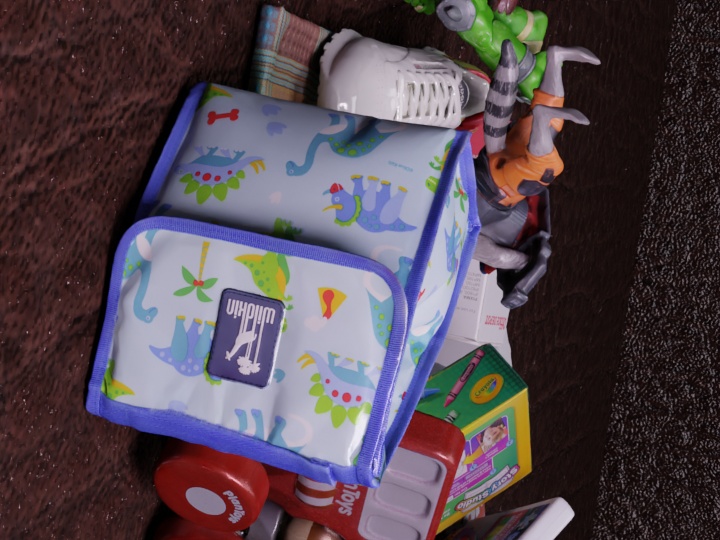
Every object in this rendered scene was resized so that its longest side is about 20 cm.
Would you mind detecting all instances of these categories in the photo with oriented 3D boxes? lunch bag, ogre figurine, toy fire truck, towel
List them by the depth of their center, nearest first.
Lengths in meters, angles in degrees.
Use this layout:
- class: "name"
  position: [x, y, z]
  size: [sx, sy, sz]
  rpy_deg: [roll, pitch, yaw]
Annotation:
- class: "lunch bag"
  position: [-0.040, 0.010, 0.913]
  size: [0.128, 0.169, 0.201]
  rpy_deg: [74, 33, -59]
- class: "toy fire truck"
  position: [-0.030, 0.137, 1.005]
  size: [0.201, 0.167, 0.112]
  rpy_deg: [101, 10, -47]
- class: "towel"
  position: [-0.051, -0.066, 1.100]
  size: [0.147, 0.022, 0.201]
  rpy_deg: [-2, 102, -75]
- class: "ogre figurine"
  position: [0.094, -0.231, 1.316]
  size: [0.120, 0.098, 0.201]
  rpy_deg: [26, 61, -41]

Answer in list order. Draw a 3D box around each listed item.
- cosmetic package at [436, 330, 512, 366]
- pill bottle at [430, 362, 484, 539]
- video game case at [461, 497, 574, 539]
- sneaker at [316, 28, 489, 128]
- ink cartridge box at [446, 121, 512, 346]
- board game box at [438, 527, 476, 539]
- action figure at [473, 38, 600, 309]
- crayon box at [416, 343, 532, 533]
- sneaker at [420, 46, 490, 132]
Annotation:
- class: "cosmetic package"
  position: [0.092, 0.156, 1.649]
  size: [0.102, 0.071, 0.201]
  rpy_deg: [75, 30, -56]
- class: "pill bottle"
  position: [0.052, 0.174, 1.446]
  size: [0.201, 0.112, 0.112]
  rpy_deg: [84, 23, -45]
- class: "video game case"
  position: [0.065, 0.263, 1.313]
  size: [0.200, 0.023, 0.182]
  rpy_deg: [-43, -177, -23]
- class: "sneaker"
  position: [0.029, -0.127, 1.169]
  size: [0.200, 0.080, 0.077]
  rpy_deg: [-28, 130, -65]
- class: "ink cartridge box"
  position: [0.100, -0.036, 1.532]
  size: [0.148, 0.085, 0.201]
  rpy_deg: [15, 87, -75]
- class: "board game box"
  position: [0.008, 0.266, 1.359]
  size: [0.200, 0.039, 0.158]
  rpy_deg: [-41, -176, 13]
- class: "action figure"
  position: [0.100, -0.083, 1.223]
  size: [0.194, 0.104, 0.200]
  rpy_deg: [-57, -160, 32]
- class: "crayon box"
  position: [0.038, 0.156, 1.289]
  size: [0.199, 0.058, 0.119]
  rpy_deg: [-31, 144, -16]
- class: "sneaker"
  position: [0.073, -0.138, 1.362]
  size: [0.200, 0.090, 0.079]
  rpy_deg: [-28, 127, -71]
